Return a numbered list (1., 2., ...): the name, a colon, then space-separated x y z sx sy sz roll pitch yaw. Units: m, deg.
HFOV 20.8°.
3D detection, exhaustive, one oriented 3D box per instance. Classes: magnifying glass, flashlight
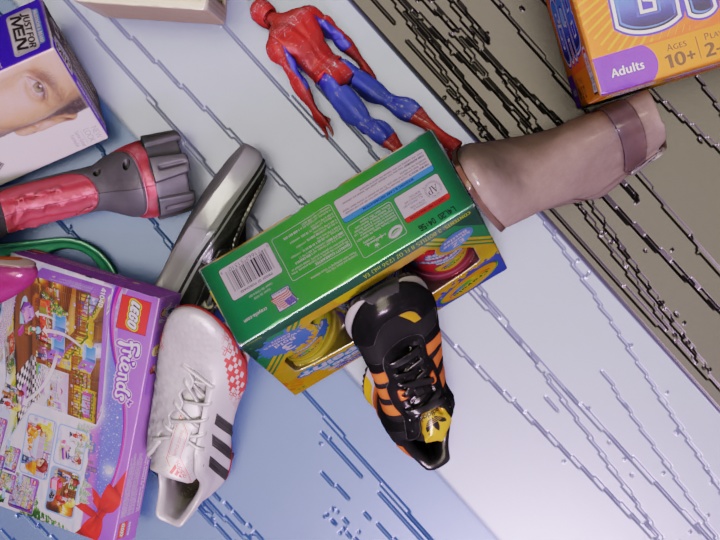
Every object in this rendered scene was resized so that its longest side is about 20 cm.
1. magnifying glass: -0.285 -0.005 1.559 0.198 0.022 0.080 20 94 2
2. flashlight: -0.229 -0.054 1.509 0.198 0.068 0.068 -15 58 -13

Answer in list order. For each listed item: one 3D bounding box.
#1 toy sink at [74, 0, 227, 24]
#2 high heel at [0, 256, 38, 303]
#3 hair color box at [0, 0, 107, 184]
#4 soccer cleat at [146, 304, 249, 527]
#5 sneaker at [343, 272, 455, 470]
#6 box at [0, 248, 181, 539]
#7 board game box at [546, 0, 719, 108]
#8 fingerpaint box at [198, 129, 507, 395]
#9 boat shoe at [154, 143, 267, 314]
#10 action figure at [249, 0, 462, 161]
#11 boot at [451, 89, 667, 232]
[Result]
1. toy sink: -0.149 -0.295 1.487 0.111 0.130 0.202 4 92 2
2. high heel: -0.312 0.042 1.499 0.199 0.067 0.097 -8 85 38
3. hair color box: -0.308 -0.116 1.507 0.198 0.110 0.065 -25 50 2
4. soccer cleat: -0.129 0.111 1.481 0.068 0.085 0.201 20 136 13
5. sneaker: 0.042 0.079 1.458 0.069 0.201 0.090 -27 62 -10
6. box: -0.223 0.098 1.520 0.136 0.039 0.202 16 101 21
7. board game box: 0.234 -0.246 1.438 0.198 0.200 0.202 -16 92 2
8. fingerpaint box: 0.000 0.000 1.471 0.199 0.167 0.074 -31 70 2
9. boat shoe: -0.115 -0.002 1.536 0.070 0.072 0.201 28 104 -7
10. action figure: -0.012 -0.143 1.524 0.200 0.052 0.065 44 72 9
11. boot: 0.154 -0.089 1.453 0.145 0.200 0.071 -27 82 11
